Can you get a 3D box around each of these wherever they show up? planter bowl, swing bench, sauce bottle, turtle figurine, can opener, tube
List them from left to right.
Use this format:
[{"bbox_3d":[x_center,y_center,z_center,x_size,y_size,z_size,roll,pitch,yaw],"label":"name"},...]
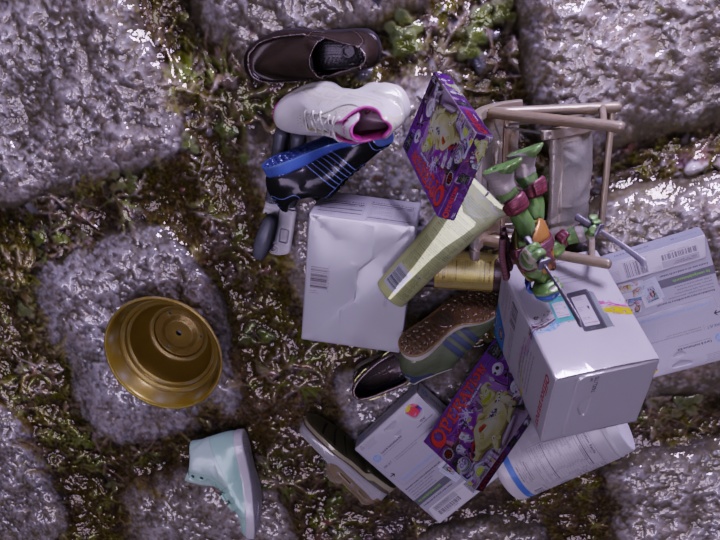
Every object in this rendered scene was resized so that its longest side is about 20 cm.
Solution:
[{"bbox_3d":[-0.309,0.118,1.350,0.198,0.084,0.203,3,113,7],"label":"planter bowl"},{"bbox_3d":[-0.119,-0.111,1.237,0.052,0.067,0.202,13,109,4],"label":"can opener"},{"bbox_3d":[0.106,-0.035,1.121,0.058,0.052,0.200,22,118,-43],"label":"tube"},{"bbox_3d":[0.189,0.000,1.229,0.197,0.065,0.065,4,113,6],"label":"sauce bottle"},{"bbox_3d":[0.250,-0.123,1.136,0.198,0.130,0.201,5,114,13],"label":"swing bench"},{"bbox_3d":[0.244,-0.056,1.018,0.143,0.200,0.196,-27,101,-11],"label":"turtle figurine"}]

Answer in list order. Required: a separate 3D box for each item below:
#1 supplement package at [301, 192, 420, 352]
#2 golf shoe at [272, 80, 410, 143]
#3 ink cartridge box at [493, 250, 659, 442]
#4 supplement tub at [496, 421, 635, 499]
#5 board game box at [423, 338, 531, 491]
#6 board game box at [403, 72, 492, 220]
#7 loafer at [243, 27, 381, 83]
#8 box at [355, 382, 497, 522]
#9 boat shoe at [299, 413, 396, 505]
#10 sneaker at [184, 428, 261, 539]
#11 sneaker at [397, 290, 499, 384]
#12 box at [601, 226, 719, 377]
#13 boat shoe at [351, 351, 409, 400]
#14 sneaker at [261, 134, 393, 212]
[{"bbox_3d":[0.000,0.000,1.234,0.154,0.111,0.202,8,113,5],"label":"supplement package"},{"bbox_3d":[-0.033,-0.213,1.135,0.198,0.092,0.076,-2,126,16],"label":"golf shoe"},{"bbox_3d":[0.288,0.103,1.141,0.144,0.201,0.148,-10,138,-7],"label":"ink cartridge box"},{"bbox_3d":[0.305,0.258,1.280,0.199,0.132,0.133,-30,105,18],"label":"supplement tub"},{"bbox_3d":[0.196,0.219,1.267,0.032,0.120,0.201,29,96,-48],"label":"board game box"},{"bbox_3d":[0.110,-0.169,1.090,0.032,0.201,0.121,8,121,-18],"label":"board game box"},{"bbox_3d":[-0.072,-0.299,1.143,0.198,0.071,0.074,-7,111,12],"label":"loafer"},{"bbox_3d":[0.114,0.305,1.373,0.200,0.041,0.156,41,112,-9],"label":"box"},{"bbox_3d":[-0.033,0.325,1.395,0.200,0.075,0.068,42,107,-10],"label":"boat shoe"},{"bbox_3d":[-0.242,0.379,1.451,0.117,0.074,0.203,-8,101,6],"label":"sneaker"},{"bbox_3d":[0.135,0.102,1.246,0.067,0.199,0.090,42,147,36],"label":"sneaker"},{"bbox_3d":[0.450,0.054,1.220,0.154,0.041,0.202,-18,107,16],"label":"box"},{"bbox_3d":[0.070,0.146,1.311,0.199,0.060,0.072,-29,104,19],"label":"boat shoe"},{"bbox_3d":[-0.040,-0.149,1.189,0.198,0.070,0.079,-19,116,-2],"label":"sneaker"}]
